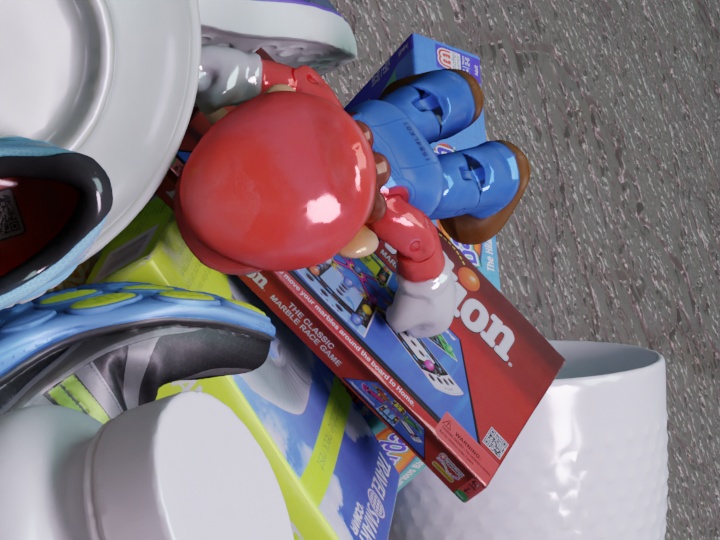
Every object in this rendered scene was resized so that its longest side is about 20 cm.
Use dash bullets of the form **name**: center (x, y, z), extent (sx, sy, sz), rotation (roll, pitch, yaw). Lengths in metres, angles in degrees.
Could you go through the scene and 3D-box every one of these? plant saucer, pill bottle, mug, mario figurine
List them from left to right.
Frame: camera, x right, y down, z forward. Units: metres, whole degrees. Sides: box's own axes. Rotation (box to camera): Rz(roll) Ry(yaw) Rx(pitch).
- **plant saucer**: center (-0.150, -0.084, 1.025), extent (0.201, 0.200, 0.050), rotation (60, -14, -18)
- **pill bottle**: center (-0.126, 0.110, 0.891), extent (0.111, 0.199, 0.111), rotation (47, 31, -40)
- **mario figurine**: center (-0.017, -0.035, 1.147), extent (0.200, 0.123, 0.106), rotation (-13, 123, -57)
- **mug**: center (0.080, 0.130, 1.401), extent (0.200, 0.147, 0.176), rotation (-145, -127, -80)

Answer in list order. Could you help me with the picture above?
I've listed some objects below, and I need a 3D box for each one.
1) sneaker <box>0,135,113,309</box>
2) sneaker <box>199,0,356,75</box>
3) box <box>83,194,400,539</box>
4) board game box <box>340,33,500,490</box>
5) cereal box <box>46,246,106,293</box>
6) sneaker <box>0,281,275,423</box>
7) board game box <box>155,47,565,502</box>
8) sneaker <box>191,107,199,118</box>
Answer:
- **sneaker**: center (-0.174, -0.004, 0.939), extent (0.199, 0.090, 0.079), rotation (-26, 94, -24)
- **sneaker**: center (-0.078, -0.177, 1.386), extent (0.200, 0.080, 0.147), rotation (6, 68, -58)
- **box**: center (-0.044, 0.064, 1.186), extent (0.200, 0.048, 0.122), rotation (57, 17, -14)
- **board game box**: center (0.009, 0.008, 1.326), extent (0.045, 0.152, 0.201), rotation (17, 49, -27)
- **cereal box**: center (-0.154, -0.012, 1.133), extent (0.201, 0.039, 0.144), rotation (63, 22, -10)
- **sneaker**: center (-0.122, 0.056, 1.046), extent (0.199, 0.071, 0.083), rotation (-22, 106, -32)
- **board game box**: center (0.000, 0.000, 1.189), extent (0.200, 0.019, 0.103), rotation (45, 39, -6)
- **sneaker**: center (-0.085, -0.031, 1.263), extent (0.199, 0.116, 0.078), rotation (28, 25, -4)
